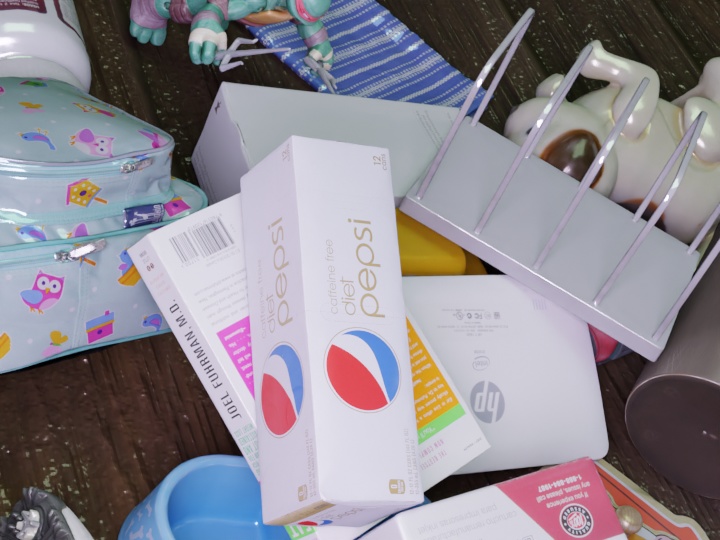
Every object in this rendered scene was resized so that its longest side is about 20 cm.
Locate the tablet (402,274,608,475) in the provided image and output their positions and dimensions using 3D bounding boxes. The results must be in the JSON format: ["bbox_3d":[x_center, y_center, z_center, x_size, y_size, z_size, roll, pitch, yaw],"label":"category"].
[{"bbox_3d":[0.075,0.066,1.016,0.200,0.014,0.130,-1,75,-33],"label":"tablet"}]

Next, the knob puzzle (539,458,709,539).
[{"bbox_3d":[0.174,0.205,0.983,0.219,0.030,0.220,16,40,-14],"label":"knob puzzle"}]

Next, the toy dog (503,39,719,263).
[{"bbox_3d":[0.193,-0.082,1.247,0.200,0.140,0.194,-1,84,-32],"label":"toy dog"}]

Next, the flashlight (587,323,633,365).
[{"bbox_3d":[0.111,0.051,1.094,0.200,0.068,0.068,-15,86,-34],"label":"flashlight"}]

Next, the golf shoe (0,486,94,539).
[{"bbox_3d":[-0.128,0.201,0.802,0.088,0.077,0.200,10,41,-50],"label":"golf shoe"}]

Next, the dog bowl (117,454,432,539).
[{"bbox_3d":[-0.037,0.160,0.899,0.200,0.050,0.112,9,43,-22],"label":"dog bowl"}]

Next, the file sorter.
[{"bbox_3d":[0.157,-0.065,1.064,0.200,0.125,0.139,31,37,4],"label":"file sorter"}]

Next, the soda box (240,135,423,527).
[{"bbox_3d":[-0.018,0.033,0.839,0.064,0.068,0.200,5,69,-30],"label":"soda box"}]

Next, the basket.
[{"bbox_3d":[0.279,0.057,1.115,0.136,0.180,0.200,29,50,15],"label":"basket"}]

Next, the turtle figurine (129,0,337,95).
[{"bbox_3d":[-0.077,-0.191,1.172,0.150,0.101,0.200,8,5,-43],"label":"turtle figurine"}]

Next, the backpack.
[{"bbox_3d":[-0.207,-0.024,0.914,0.200,0.153,0.176,-24,39,-36],"label":"backpack"}]

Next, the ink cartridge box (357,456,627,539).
[{"bbox_3d":[0.092,0.218,0.838,0.145,0.083,0.200,-10,70,-35],"label":"ink cartridge box"}]

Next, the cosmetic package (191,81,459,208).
[{"bbox_3d":[-0.010,-0.065,1.135,0.200,0.081,0.113,3,45,-25],"label":"cosmetic package"}]

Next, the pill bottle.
[{"bbox_3d":[-0.246,-0.155,1.076,0.109,0.110,0.200,3,45,-27],"label":"pill bottle"}]

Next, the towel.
[{"bbox_3d":[0.001,-0.183,1.313,0.200,0.024,0.145,42,42,17],"label":"towel"}]

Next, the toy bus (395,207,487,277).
[{"bbox_3d":[0.000,0.000,1.070,0.200,0.078,0.065,0,46,-29],"label":"toy bus"}]

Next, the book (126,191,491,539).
[{"bbox_3d":[-0.029,0.048,0.892,0.134,0.048,0.200,-27,87,-41],"label":"book"}]
